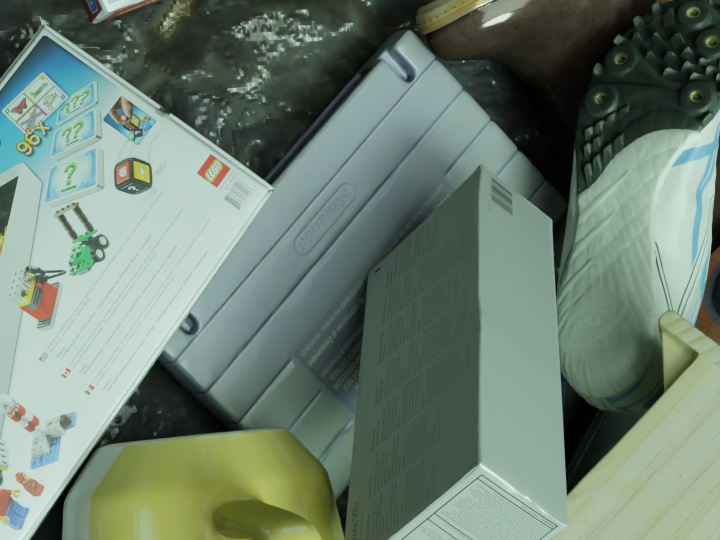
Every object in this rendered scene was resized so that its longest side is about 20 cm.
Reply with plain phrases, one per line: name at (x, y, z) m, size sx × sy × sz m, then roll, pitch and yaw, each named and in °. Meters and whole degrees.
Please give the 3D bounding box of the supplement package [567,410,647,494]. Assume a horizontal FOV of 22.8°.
supplement package at (0.196, 0.165, 0.888) m, size 0.200 × 0.121 × 0.120 m, roll 44°, pitch 73°, yaw -16°

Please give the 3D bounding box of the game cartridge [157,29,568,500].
game cartridge at (0.000, 0.000, 0.855) m, size 0.130 × 0.038 × 0.200 m, roll 47°, pitch 71°, yaw -20°

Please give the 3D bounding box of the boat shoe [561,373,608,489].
boat shoe at (0.074, 0.100, 0.865) m, size 0.070 × 0.066 × 0.200 m, roll 40°, pitch 72°, yaw -18°

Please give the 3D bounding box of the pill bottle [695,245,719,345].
pill bottle at (0.252, 0.057, 0.909) m, size 0.200 × 0.106 × 0.107 m, roll 37°, pitch 74°, yaw -29°

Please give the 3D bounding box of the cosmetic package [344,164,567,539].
cosmetic package at (0.041, 0.048, 0.747) m, size 0.051 × 0.082 × 0.200 m, roll 37°, pitch 31°, yaw -21°

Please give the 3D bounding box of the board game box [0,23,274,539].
board game box at (-0.144, 0.010, 0.770) m, size 0.126 × 0.035 × 0.200 m, roll 36°, pitch 74°, yaw -3°

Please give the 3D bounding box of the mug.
mug at (-0.049, 0.144, 0.752) m, size 0.149 × 0.186 × 0.154 m, roll 2°, pitch 80°, yaw -54°

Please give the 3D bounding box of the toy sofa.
toy sofa at (0.106, 0.125, 0.753) m, size 0.200 × 0.097 × 0.083 m, roll -45°, pitch 148°, yaw -13°

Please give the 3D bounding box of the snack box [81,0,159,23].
snack box at (-0.045, -0.179, 0.811) m, size 0.199 × 0.024 × 0.072 m, roll -25°, pitch 95°, yaw -25°

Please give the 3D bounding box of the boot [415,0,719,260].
boot at (0.127, -0.072, 0.885) m, size 0.199 × 0.072 × 0.167 m, roll -12°, pitch 89°, yaw -33°

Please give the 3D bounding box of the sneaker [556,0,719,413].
sneaker at (0.135, -0.032, 0.843) m, size 0.072 × 0.071 × 0.201 m, roll 30°, pitch 72°, yaw -65°
